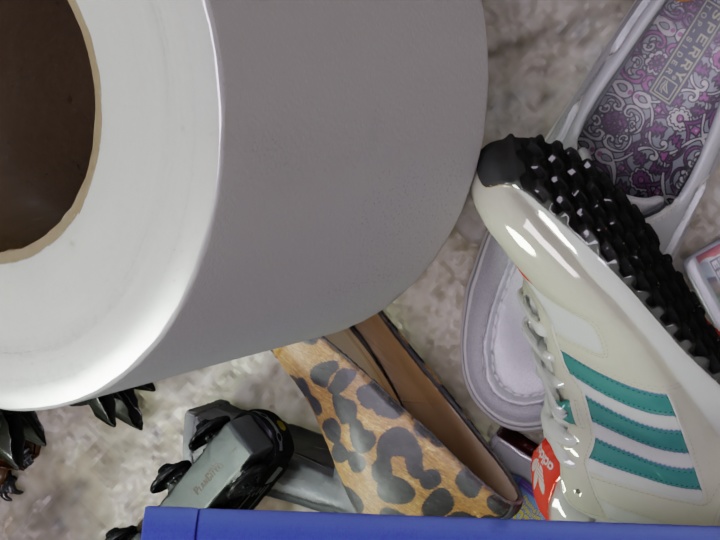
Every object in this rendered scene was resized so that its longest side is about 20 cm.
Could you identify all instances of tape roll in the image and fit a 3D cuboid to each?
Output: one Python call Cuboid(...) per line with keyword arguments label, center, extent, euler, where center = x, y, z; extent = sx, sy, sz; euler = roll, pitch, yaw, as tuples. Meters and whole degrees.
Cuboid(label="tape roll", center=(-0.077, -0.065, 0.926), extent=(0.202, 0.139, 0.204), euler=(8, 103, 37))

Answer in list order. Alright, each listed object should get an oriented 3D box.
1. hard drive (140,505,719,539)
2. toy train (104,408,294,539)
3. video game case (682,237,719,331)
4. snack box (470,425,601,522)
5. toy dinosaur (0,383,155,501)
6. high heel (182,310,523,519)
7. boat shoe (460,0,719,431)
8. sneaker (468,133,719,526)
Cuboid(label="hard drive", center=(0.023, 0.145, 0.918), extent=(0.198, 0.025, 0.133), euler=(1, 67, 6))
Cuboid(label="toy train", center=(-0.086, 0.118, 1.066), extent=(0.034, 0.046, 0.200), euler=(52, 125, 16))
Cuboid(label="video game case", center=(0.235, 0.012, 1.010), extent=(0.199, 0.018, 0.144), euler=(-29, 88, 15))
Cuboid(label="snack box", center=(0.116, 0.143, 1.050), extent=(0.199, 0.024, 0.072), euler=(34, 105, 8))
Cuboid(label="toy dinosaur", center=(-0.169, 0.041, 1.080), extent=(0.135, 0.102, 0.201), euler=(-6, 117, 31))
Cuboid(label="high heel", center=(0.000, 0.000, 1.024), extent=(0.142, 0.071, 0.201), euler=(12, 114, 30))
Cuboid(label="boat shoe", center=(0.093, -0.029, 1.015), extent=(0.072, 0.068, 0.201), euler=(36, 103, 8))
Cuboid(label="sneaker", center=(0.084, 0.045, 0.975), extent=(0.093, 0.070, 0.200), euler=(-35, 118, 17))
